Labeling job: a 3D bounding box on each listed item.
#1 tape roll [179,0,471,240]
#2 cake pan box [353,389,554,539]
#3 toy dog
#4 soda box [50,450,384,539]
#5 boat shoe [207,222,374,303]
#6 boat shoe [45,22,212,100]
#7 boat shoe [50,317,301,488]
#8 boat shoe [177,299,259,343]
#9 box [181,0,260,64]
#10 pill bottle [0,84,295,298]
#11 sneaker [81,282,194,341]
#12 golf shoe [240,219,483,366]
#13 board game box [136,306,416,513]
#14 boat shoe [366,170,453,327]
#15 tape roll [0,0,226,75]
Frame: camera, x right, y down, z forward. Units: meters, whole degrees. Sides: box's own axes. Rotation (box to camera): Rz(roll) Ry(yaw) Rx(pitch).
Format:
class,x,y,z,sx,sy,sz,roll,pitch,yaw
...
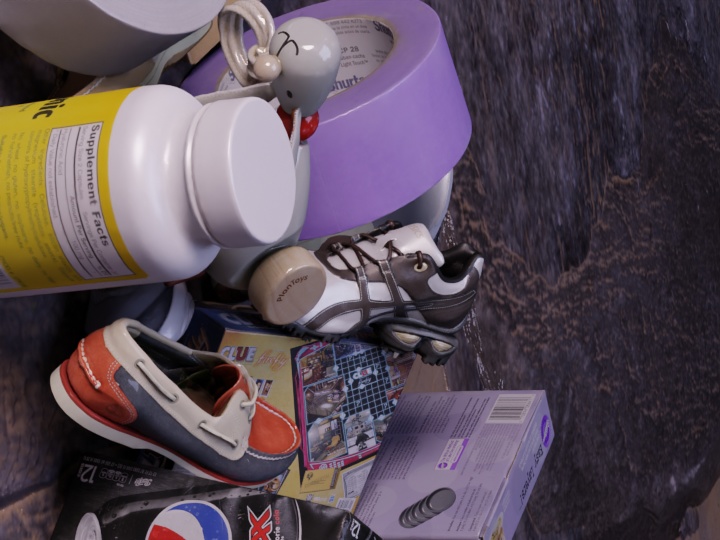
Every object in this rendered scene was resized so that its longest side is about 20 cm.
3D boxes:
class,x,y,z,sx,sy,sz,roll,pitch,yaw
tape roll,-0.027,-0.111,1.411,0.201,0.198,0.086,-63,141,-50
cake pan box,0.038,0.160,1.521,0.200,0.182,0.053,-60,142,-54
toy dog,-0.073,-0.057,1.206,0.096,0.131,0.202,-20,120,-35
soda box,-0.086,0.166,1.211,0.071,0.198,0.064,45,59,-54
boat shoe,-0.063,-0.030,1.491,0.075,0.074,0.202,61,25,5
boat shoe,-0.164,-0.141,1.281,0.067,0.073,0.200,60,30,-19
boat shoe,-0.098,0.079,1.214,0.199,0.063,0.071,26,28,-46
boat shoe,-0.085,0.052,1.398,0.200,0.073,0.075,-10,94,-66
box,-0.099,-0.272,1.397,0.164,0.021,0.201,-48,141,-32
pill bottle,-0.142,-0.046,1.137,0.111,0.198,0.113,-5,90,-66
sneaker,-0.152,-0.027,1.273,0.114,0.075,0.201,61,31,-33
golf shoe,0.000,0.000,1.344,0.199,0.078,0.095,10,118,-43
board game box,-0.056,0.100,1.363,0.199,0.034,0.137,9,107,-49
boat shoe,0.030,-0.011,1.623,0.068,0.073,0.201,8,98,-71
tape roll,-0.167,-0.222,1.206,0.200,0.066,0.202,30,48,-39
